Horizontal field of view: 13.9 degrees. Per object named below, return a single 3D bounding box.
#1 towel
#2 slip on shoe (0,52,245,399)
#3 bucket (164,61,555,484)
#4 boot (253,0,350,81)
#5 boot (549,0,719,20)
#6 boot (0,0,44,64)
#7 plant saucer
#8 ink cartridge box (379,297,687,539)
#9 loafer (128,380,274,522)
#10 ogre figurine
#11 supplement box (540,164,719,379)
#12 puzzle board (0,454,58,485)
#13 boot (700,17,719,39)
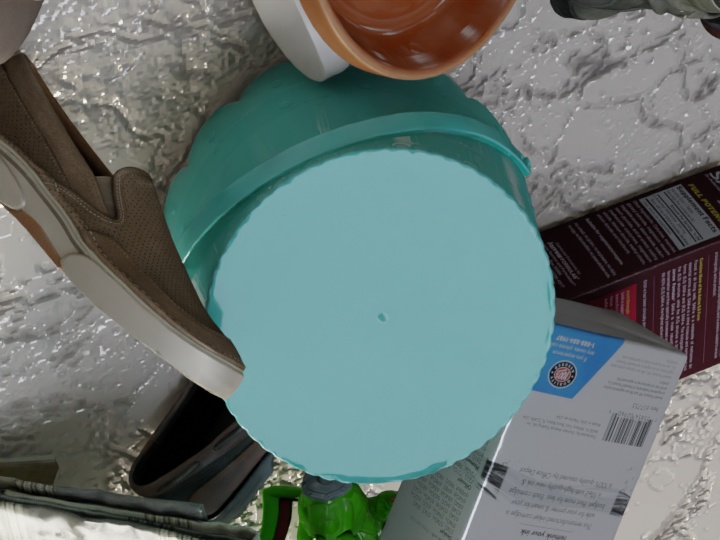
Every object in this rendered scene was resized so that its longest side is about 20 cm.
[{"bbox_3d":[-0.125,0.186,1.618,0.191,0.035,0.201,10,138,17],"label":"towel"},{"bbox_3d":[-0.120,-0.022,1.407,0.061,0.200,0.076,-46,160,-1],"label":"slip on shoe"},{"bbox_3d":[0.000,0.000,1.493,0.205,0.135,0.209,-3,110,-9],"label":"bucket"},{"bbox_3d":[-0.022,-0.186,1.418,0.090,0.073,0.200,-40,144,-14],"label":"boot"},{"bbox_3d":[0.159,-0.146,1.472,0.200,0.130,0.068,-10,113,-69],"label":"boot"},{"bbox_3d":[-0.224,-0.148,1.316,0.146,0.070,0.200,-46,140,3],"label":"boot"},{"bbox_3d":[0.025,-0.192,1.399,0.200,0.032,0.202,-18,114,-49],"label":"plant saucer"},{"bbox_3d":[0.088,0.117,1.640,0.115,0.068,0.201,13,103,-39],"label":"ink cartridge box"},{"bbox_3d":[-0.061,0.060,1.617,0.063,0.072,0.201,10,124,-33],"label":"loafer"},{"bbox_3d":[-0.013,0.180,1.693,0.097,0.121,0.200,-9,163,21],"label":"ogre figurine"},{"bbox_3d":[0.139,0.024,1.722,0.199,0.061,0.109,-20,137,-17],"label":"supplement box"},{"bbox_3d":[-0.262,0.181,1.633,0.150,0.017,0.201,-1,128,-33],"label":"puzzle board"},{"bbox_3d":[0.268,-0.122,1.690,0.188,0.069,0.201,-28,147,-20],"label":"boot"}]
